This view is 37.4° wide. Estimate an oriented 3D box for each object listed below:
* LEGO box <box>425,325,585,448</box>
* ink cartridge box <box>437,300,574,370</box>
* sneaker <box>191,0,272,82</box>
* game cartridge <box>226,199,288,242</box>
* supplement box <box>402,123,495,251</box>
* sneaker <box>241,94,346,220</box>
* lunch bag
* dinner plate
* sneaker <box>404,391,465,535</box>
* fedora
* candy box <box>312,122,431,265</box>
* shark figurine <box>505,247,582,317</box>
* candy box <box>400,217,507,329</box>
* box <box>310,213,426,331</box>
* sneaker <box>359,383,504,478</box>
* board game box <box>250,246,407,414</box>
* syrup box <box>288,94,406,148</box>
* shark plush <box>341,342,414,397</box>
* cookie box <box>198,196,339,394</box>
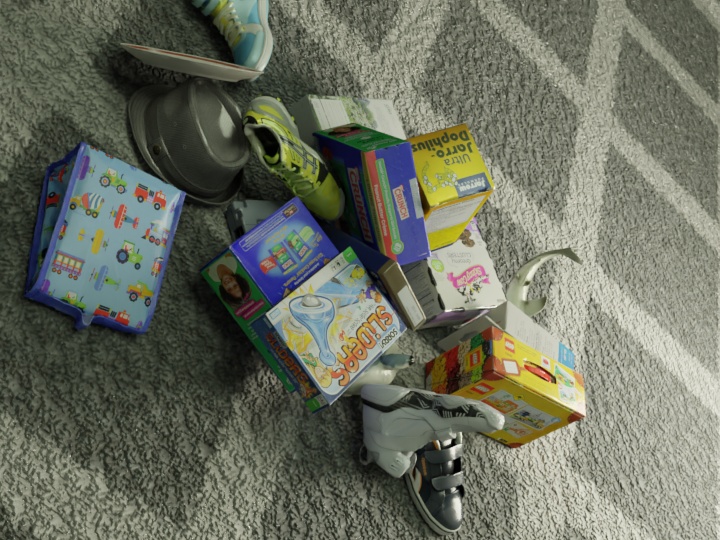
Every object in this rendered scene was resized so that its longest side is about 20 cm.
[{"bbox_3d":[0.217,0.181,1.603,0.199,0.149,0.078,28,47,-30],"label":"LEGO box"},{"bbox_3d":[0.230,0.124,1.680,0.199,0.116,0.067,38,43,-22],"label":"ink cartridge box"},{"bbox_3d":[-0.204,-0.379,1.608,0.130,0.079,0.201,25,39,-35],"label":"sneaker"},{"bbox_3d":[-0.106,-0.003,1.487,0.132,0.040,0.202,-2,66,-42],"label":"game cartridge"},{"bbox_3d":[0.099,-0.109,1.553,0.108,0.200,0.110,-17,73,-20],"label":"supplement box"},{"bbox_3d":[-0.098,-0.143,1.461,0.200,0.075,0.077,50,35,-14],"label":"sneaker"},{"bbox_3d":[-0.307,-0.024,1.266,0.150,0.094,0.202,26,57,-35],"label":"lunch bag"},{"bbox_3d":[-0.232,-0.284,1.464,0.199,0.199,0.025,1,104,-45],"label":"dinner plate"},{"bbox_3d":[0.105,0.267,1.488,0.078,0.079,0.202,-11,74,-49],"label":"sneaker"},{"bbox_3d":[-0.218,-0.193,1.455,0.176,0.090,0.202,-2,66,-46],"label":"fedora"},{"bbox_3d":[0.013,-0.110,1.509,0.076,0.200,0.171,-19,111,-20],"label":"candy box"},{"bbox_3d":[0.283,0.032,1.811,0.127,0.216,0.089,28,-2,10],"label":"shark figurine"},{"bbox_3d":[0.134,-0.013,1.709,0.167,0.071,0.202,-1,65,-45],"label":"candy box"},{"bbox_3d":[0.000,0.000,1.486,0.032,0.199,0.122,-42,133,-14],"label":"box"},{"bbox_3d":[0.090,0.221,1.420,0.075,0.198,0.116,15,83,-73],"label":"sneaker"},{"bbox_3d":[-0.035,0.071,1.339,0.136,0.034,0.200,54,40,-5],"label":"board game box"},{"bbox_3d":[-0.026,-0.221,1.679,0.199,0.081,0.079,-6,70,-48],"label":"syrup box"},{"bbox_3d":[-0.021,0.138,1.485,0.198,0.091,0.084,-10,50,-27],"label":"shark plush"},{"bbox_3d":[-0.087,0.030,1.398,0.201,0.075,0.171,53,40,-4],"label":"cookie box"}]
